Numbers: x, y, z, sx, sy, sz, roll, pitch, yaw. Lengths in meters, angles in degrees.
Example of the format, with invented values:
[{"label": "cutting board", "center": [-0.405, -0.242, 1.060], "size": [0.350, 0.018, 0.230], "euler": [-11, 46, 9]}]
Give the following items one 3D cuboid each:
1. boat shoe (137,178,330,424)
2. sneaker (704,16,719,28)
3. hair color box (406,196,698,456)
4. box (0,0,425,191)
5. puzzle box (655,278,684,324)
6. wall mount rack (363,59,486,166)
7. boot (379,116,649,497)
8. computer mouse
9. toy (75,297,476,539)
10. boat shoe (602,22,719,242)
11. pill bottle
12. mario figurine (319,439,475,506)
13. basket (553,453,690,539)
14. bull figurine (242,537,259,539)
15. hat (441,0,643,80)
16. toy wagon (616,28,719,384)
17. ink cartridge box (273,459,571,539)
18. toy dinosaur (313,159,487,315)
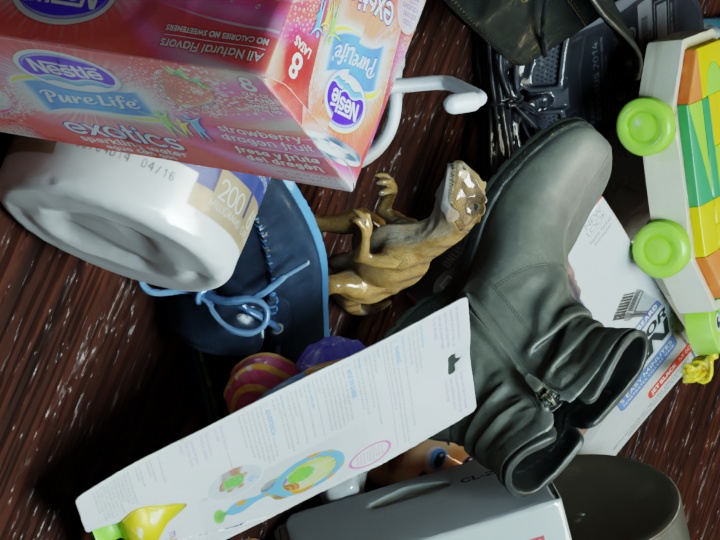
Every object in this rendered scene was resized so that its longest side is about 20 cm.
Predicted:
[{"label": "boat shoe", "center": [-0.054, 0.017, 1.405], "size": [0.069, 0.084, 0.201], "euler": [-46, 139, -28]}, {"label": "sneaker", "center": [0.264, -0.122, 1.959], "size": [0.199, 0.076, 0.081], "euler": [-9, 115, -54]}, {"label": "hair color box", "center": [0.114, 0.031, 1.701], "size": [0.111, 0.064, 0.200], "euler": [-49, 144, -7]}, {"label": "box", "center": [-0.087, -0.108, 1.180], "size": [0.095, 0.199, 0.103], "euler": [49, 58, -56]}, {"label": "puzzle box", "center": [0.273, 0.005, 1.944], "size": [0.200, 0.132, 0.026], "euler": [-31, 129, -53]}, {"label": "wall mount rack", "center": [-0.025, -0.133, 1.429], "size": [0.173, 0.075, 0.201], "euler": [-8, 109, -20]}, {"label": "boot", "center": [0.103, 0.022, 1.532], "size": [0.200, 0.130, 0.068], "euler": [-54, 136, -14]}, {"label": "computer mouse", "center": [0.124, -0.123, 1.723], "size": [0.199, 0.053, 0.139], "euler": [-22, 116, -45]}, {"label": "toy", "center": [-0.044, 0.071, 1.386], "size": [0.199, 0.047, 0.115], "euler": [-29, 154, -11]}, {"label": "boat shoe", "center": [0.171, -0.070, 1.797], "size": [0.070, 0.071, 0.202], "euler": [54, 53, -53]}, {"label": "pill bottle", "center": [-0.074, -0.102, 1.296], "size": [0.111, 0.110, 0.201], "euler": [45, 61, -56]}, {"label": "mario figurine", "center": [0.037, 0.153, 1.592], "size": [0.123, 0.105, 0.201], "euler": [0, 100, -59]}, {"label": "basket", "center": [0.133, 0.219, 1.711], "size": [0.136, 0.179, 0.201], "euler": [-38, 129, -46]}, {"label": "bull figurine", "center": [-0.049, 0.228, 1.458], "size": [0.065, 0.121, 0.201], "euler": [-19, 129, -20]}, {"label": "hat", "center": [0.069, -0.168, 1.558], "size": [0.081, 0.201, 0.201], "euler": [-32, 145, 5]}, {"label": "toy wagon", "center": [0.196, -0.035, 1.710], "size": [0.155, 0.039, 0.201], "euler": [-24, 107, -65]}, {"label": "ink cartridge box", "center": [0.051, 0.213, 1.539], "size": [0.083, 0.145, 0.201], "euler": [-118, -168, -73]}, {"label": "toy dinosaur", "center": [0.000, 0.000, 1.501], "size": [0.200, 0.106, 0.061], "euler": [141, -40, -62]}]
